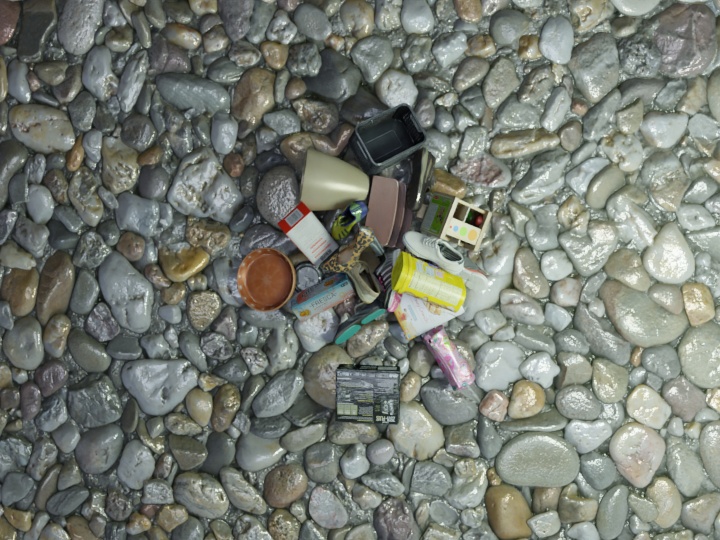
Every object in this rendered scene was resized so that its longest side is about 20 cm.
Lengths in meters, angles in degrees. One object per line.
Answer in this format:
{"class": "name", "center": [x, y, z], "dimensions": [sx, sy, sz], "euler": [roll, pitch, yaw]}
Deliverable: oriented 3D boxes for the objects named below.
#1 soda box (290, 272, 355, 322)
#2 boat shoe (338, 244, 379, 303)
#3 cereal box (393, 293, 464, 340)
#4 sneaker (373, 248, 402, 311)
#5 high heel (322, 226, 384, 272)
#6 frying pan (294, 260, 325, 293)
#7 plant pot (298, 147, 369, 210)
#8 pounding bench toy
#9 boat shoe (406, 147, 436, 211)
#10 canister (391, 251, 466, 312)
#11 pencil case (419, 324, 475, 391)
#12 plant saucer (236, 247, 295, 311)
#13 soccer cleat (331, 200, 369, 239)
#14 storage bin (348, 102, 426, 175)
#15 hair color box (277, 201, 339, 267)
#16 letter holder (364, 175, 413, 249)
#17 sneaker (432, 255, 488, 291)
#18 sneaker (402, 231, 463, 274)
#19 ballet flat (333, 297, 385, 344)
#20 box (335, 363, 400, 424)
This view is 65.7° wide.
{"class": "soda box", "center": [-0.118, 0.079, 1.734], "dimensions": [0.198, 0.064, 0.069], "euler": [-27, 124, 5]}
{"class": "boat shoe", "center": [0.000, 0.000, 1.705], "dimensions": [0.065, 0.072, 0.202], "euler": [-44, 65, 45]}
{"class": "cereal box", "center": [0.203, 0.108, 1.724], "dimensions": [0.198, 0.040, 0.145], "euler": [-28, 86, 7]}
{"class": "sneaker", "center": [0.081, 0.030, 1.705], "dimensions": [0.086, 0.074, 0.203], "euler": [-1, 69, 18]}
{"class": "high heel", "center": [-0.042, -0.066, 1.624], "dimensions": [0.198, 0.143, 0.072], "euler": [-19, 55, 13]}
{"class": "frying pan", "center": [-0.137, 0.007, 1.765], "dimensions": [0.189, 0.031, 0.116], "euler": [-32, 90, 9]}
{"class": "plant pot", "center": [-0.078, -0.261, 1.686], "dimensions": [0.197, 0.187, 0.190], "euler": [8, 93, -9]}
{"class": "pounding bench toy", "center": [0.272, -0.151, 1.675], "dimensions": [0.154, 0.200, 0.126], "euler": [18, 97, -26]}
{"class": "boat shoe", "center": [0.193, -0.271, 1.679], "dimensions": [0.073, 0.074, 0.203], "euler": [17, 76, -23]}
{"class": "canister", "center": [0.195, 0.035, 1.606], "dimensions": [0.198, 0.149, 0.087], "euler": [21, 114, -7]}
{"class": "pencil case", "center": [0.265, 0.266, 1.698], "dimensions": [0.087, 0.087, 0.201], "euler": [-33, 92, 6]}
{"class": "plant saucer", "center": [-0.296, 0.029, 1.765], "dimensions": [0.198, 0.032, 0.203], "euler": [-1, 86, 15]}
{"class": "soccer cleat", "center": [-0.050, -0.148, 1.677], "dimensions": [0.083, 0.200, 0.065], "euler": [-29, 84, -37]}
{"class": "storage bin", "center": [0.079, -0.389, 1.660], "dimensions": [0.199, 0.094, 0.136], "euler": [-30, 89, -19]}
{"class": "hair color box", "center": [-0.153, -0.105, 1.670], "dimensions": [0.101, 0.200, 0.061], "euler": [-41, 53, -3]}
{"class": "letter holder", "center": [0.091, -0.173, 1.699], "dimensions": [0.140, 0.101, 0.203], "euler": [10, 93, 4]}
{"class": "sneaker", "center": [0.302, -0.012, 1.697], "dimensions": [0.199, 0.082, 0.077], "euler": [36, 126, -2]}
{"class": "sneaker", "center": [0.215, -0.067, 1.616], "dimensions": [0.198, 0.071, 0.073], "euler": [29, 58, 12]}
{"class": "ballet flat", "center": [-0.012, 0.150, 1.741], "dimensions": [0.199, 0.073, 0.073], "euler": [-36, 88, 12]}
{"class": "box", "center": [0.025, 0.382, 1.729], "dimensions": [0.197, 0.086, 0.166], "euler": [0, 92, 6]}
